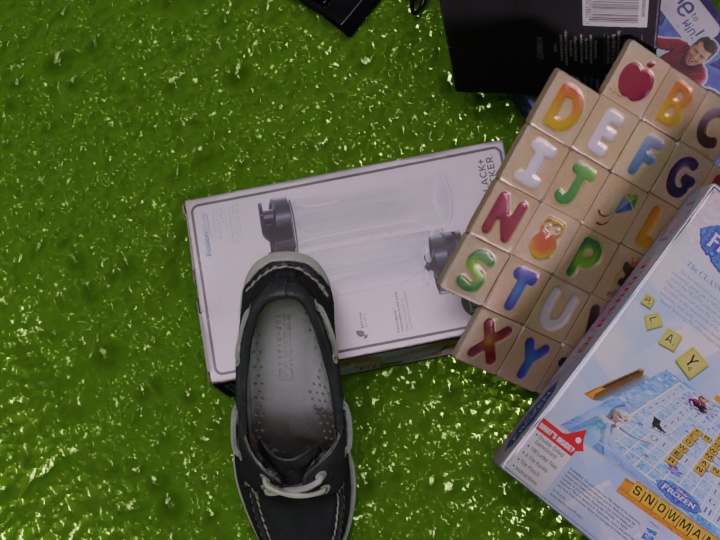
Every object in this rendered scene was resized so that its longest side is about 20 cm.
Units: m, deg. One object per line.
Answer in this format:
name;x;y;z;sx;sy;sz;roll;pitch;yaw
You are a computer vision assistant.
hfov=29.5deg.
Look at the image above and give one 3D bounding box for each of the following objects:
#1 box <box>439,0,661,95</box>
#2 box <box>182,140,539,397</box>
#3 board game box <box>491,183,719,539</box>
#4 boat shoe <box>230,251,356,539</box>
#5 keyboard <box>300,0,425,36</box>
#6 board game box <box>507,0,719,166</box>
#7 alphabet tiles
box;0.119;-0.221;0.790;0.123;0.149;0.201;5;71;11
box;0.000;0.000;0.832;0.199;0.060;0.117;-12;77;2
board game box;0.212;0.091;0.773;0.200;0.041;0.200;39;87;-2
boat shoe;-0.041;0.092;0.772;0.075;0.060;0.201;-7;108;1
keyboard;0.032;-0.249;0.898;0.104;0.040;0.200;35;83;12
board game box;0.170;-0.119;0.857;0.135;0.034;0.201;-32;76;-4
alphabet tiles;0.136;-0.022;0.778;0.166;0.006;0.201;24;99;-33
